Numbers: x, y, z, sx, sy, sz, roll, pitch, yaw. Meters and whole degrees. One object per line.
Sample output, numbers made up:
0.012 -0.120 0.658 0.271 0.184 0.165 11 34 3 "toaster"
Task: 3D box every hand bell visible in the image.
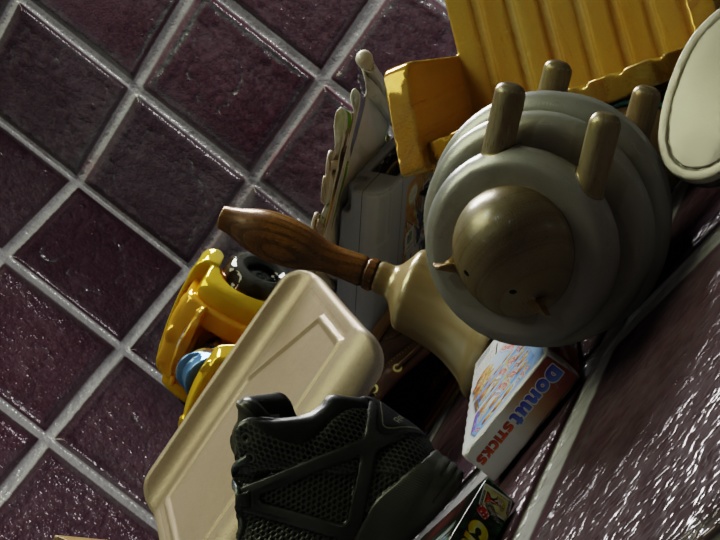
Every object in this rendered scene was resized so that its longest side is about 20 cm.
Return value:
0.000 0.000 1.172 0.104 0.198 0.105 21 -90 -81 "hand bell"

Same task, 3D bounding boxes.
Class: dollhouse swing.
0.111 -0.175 1.060 0.198 0.177 0.182 -18 1 23 "dollhouse swing"

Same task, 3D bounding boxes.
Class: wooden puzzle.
-0.058 0.098 1.068 0.186 0.037 0.200 -56 18 2 "wooden puzzle"

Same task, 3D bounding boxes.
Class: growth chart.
-0.009 -0.056 1.286 0.145 0.018 0.202 61 -137 -66 "growth chart"

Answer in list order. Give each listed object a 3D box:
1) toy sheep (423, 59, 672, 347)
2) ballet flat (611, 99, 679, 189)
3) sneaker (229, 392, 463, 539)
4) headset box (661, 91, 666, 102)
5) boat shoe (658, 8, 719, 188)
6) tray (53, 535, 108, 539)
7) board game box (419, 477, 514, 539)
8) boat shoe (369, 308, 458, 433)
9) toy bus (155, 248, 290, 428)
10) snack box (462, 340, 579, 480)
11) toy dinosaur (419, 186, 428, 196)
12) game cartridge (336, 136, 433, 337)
0.096 -0.030 0.899 0.138 0.138 0.200 -51 -12 26 "toy sheep"
0.141 -0.035 1.050 0.200 0.068 0.064 120 164 -70 "ballet flat"
-0.051 0.141 0.938 0.200 0.114 0.076 -46 -8 1 "sneaker"
0.218 -0.187 1.231 0.175 0.093 0.200 -52 2 1 "headset box"
0.217 -0.117 0.891 0.201 0.072 0.063 -59 -40 -12 "boat shoe"
-0.150 0.242 1.245 0.199 0.037 0.100 20 -94 -57 "tray"
-0.001 0.185 0.868 0.200 0.023 0.105 -51 4 45 "board game box"
0.010 0.110 1.262 0.070 0.070 0.201 26 84 47 "boat shoe"
-0.074 0.097 1.361 0.137 0.199 0.192 -65 -4 26 "toy bus"
0.090 0.055 1.000 0.072 0.024 0.200 -52 2 12 "snack box"
0.104 -0.036 1.359 0.136 0.101 0.202 31 -106 -76 "toy dinosaur"
0.032 -0.034 1.348 0.200 0.041 0.134 -50 -37 -58 "game cartridge"
